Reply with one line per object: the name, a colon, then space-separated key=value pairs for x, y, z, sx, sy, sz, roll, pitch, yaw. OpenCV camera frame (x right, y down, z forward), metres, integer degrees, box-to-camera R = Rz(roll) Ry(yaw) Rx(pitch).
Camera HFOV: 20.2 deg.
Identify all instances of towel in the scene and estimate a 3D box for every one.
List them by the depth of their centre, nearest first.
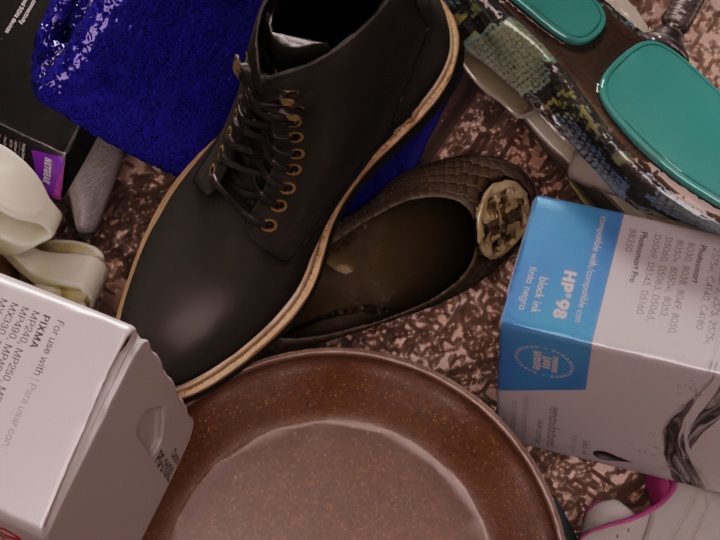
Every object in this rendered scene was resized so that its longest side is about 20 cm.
towel: x=-0.037 y=-0.101 z=0.877 sx=0.199 sy=0.049 sz=0.149 roll=26 pitch=86 yaw=-43

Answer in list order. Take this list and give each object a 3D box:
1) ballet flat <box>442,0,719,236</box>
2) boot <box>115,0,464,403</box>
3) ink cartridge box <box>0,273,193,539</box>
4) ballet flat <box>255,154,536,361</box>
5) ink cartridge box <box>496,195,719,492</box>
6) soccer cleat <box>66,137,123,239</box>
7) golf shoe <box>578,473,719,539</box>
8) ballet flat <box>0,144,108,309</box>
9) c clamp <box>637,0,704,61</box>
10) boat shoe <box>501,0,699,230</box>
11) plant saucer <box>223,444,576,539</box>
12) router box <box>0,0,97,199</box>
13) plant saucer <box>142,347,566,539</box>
ballet flat: x=0.096 y=-0.077 z=0.862 sx=0.074 sy=0.074 sz=0.200 roll=-42 pitch=78 yaw=-1
boot: x=-0.043 y=-0.044 z=0.784 sx=0.077 sy=0.138 sz=0.201 roll=33 pitch=89 yaw=12
ink cartridge box: x=-0.177 y=0.044 z=0.776 sx=0.199 sy=0.145 sz=0.085 roll=21 pitch=74 yaw=10
ballet flat: x=0.000 y=0.000 z=0.894 sx=0.199 sy=0.046 sz=0.068 roll=-19 pitch=111 yaw=-25
ink cartridge box: x=0.161 y=0.044 z=0.868 sx=0.198 sy=0.116 sz=0.067 roll=13 pitch=62 yaw=10
soccer cleat: x=-0.208 y=-0.054 z=0.926 sx=0.198 sy=0.070 sz=0.087 roll=4 pitch=87 yaw=1
golf shoe: x=0.111 y=0.160 z=0.894 sx=0.092 sy=0.075 sz=0.200 roll=44 pitch=59 yaw=12
ballet flat: x=-0.155 y=-0.010 z=0.868 sx=0.075 sy=0.200 sz=0.068 roll=-9 pitch=49 yaw=25
c clamp: x=0.179 y=-0.131 z=0.918 sx=0.170 sy=0.027 sz=0.201 roll=31 pitch=64 yaw=-12
boat shoe: x=0.120 y=-0.062 z=0.925 sx=0.072 sy=0.060 sz=0.202 roll=-39 pitch=88 yaw=-7
plant saucer: x=0.019 y=0.160 z=0.901 sx=0.199 sy=0.027 sz=0.202 roll=3 pitch=82 yaw=-20
router box: x=-0.154 y=-0.152 z=0.904 sx=0.148 sy=0.051 sz=0.201 roll=26 pitch=66 yaw=1
plant saucer: x=-0.011 y=0.135 z=0.852 sx=0.199 sy=0.037 sz=0.202 roll=2 pitch=77 yaw=-8
